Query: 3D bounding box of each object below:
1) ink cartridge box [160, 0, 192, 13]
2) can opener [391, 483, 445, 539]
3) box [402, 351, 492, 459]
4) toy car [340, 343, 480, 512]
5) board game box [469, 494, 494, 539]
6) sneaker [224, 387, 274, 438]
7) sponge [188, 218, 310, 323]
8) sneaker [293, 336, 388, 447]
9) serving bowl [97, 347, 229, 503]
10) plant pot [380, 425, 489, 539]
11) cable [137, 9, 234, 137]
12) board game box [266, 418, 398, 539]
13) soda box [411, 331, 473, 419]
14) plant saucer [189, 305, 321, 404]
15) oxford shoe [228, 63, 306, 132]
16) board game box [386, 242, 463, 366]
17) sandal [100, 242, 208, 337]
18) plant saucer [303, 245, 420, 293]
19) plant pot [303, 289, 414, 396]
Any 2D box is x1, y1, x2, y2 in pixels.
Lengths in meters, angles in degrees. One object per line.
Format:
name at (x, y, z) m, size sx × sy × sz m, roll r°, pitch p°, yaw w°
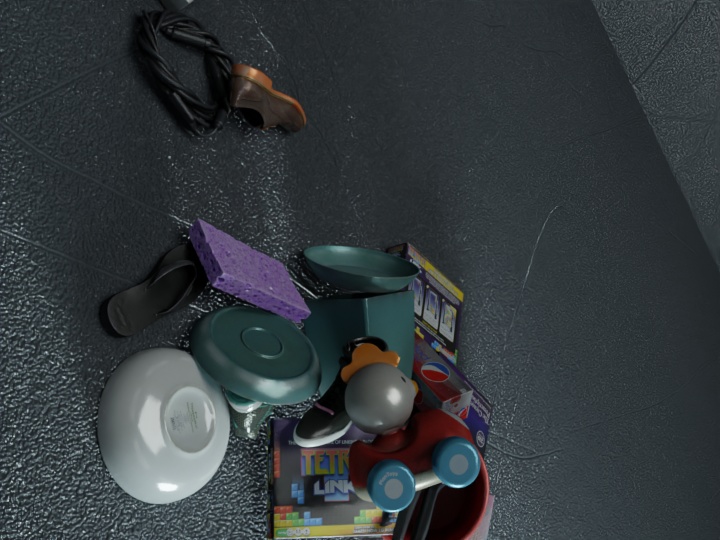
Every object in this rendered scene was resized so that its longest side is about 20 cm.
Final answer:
ink cartridge box at (-0.263, -0.497, 1.287) m, size 0.110 × 0.050 × 0.201 m, roll 55°, pitch 43°, yaw -25°
can opener at (0.091, 0.322, 1.200) m, size 0.063 × 0.079 × 0.201 m, roll 28°, pitch 47°, yaw 9°
box at (0.162, 0.270, 1.558) m, size 0.200 × 0.078 × 0.143 m, roll 45°, pitch 49°, yaw -34°
toy car at (0.051, 0.191, 1.112) m, size 0.184 × 0.173 × 0.204 m, roll 159°, pitch -87°, yaw -83°
board game box at (0.179, 0.517, 1.430) m, size 0.202 × 0.042 × 0.201 m, roll 95°, pitch 11°, yaw -52°
sneaker at (-0.149, 0.165, 1.198) m, size 0.201 × 0.076 × 0.093 m, roll -62°, pitch 158°, yaw -62°
sponge at (-0.160, 0.005, 1.211) m, size 0.199 × 0.030 × 0.112 m, roll 29°, pitch 23°, yaw -51°
sneaker at (-0.027, 0.163, 1.178) m, size 0.199 × 0.070 × 0.101 m, roll -33°, pitch 132°, yaw -38°
serving bowl at (-0.241, 0.197, 1.075) m, size 0.198 × 0.065 × 0.204 m, roll 21°, pitch 63°, yaw -46°
plant pot at (0.109, 0.357, 1.350) m, size 0.178 × 0.196 × 0.205 m, roll 70°, pitch 17°, yaw -73°
cable at (-0.254, -0.311, 1.238) m, size 0.201 × 0.050 × 0.164 m, roll 54°, pitch 42°, yaw -25°
board game box at (-0.037, 0.304, 1.217) m, size 0.196 × 0.057 × 0.169 m, roll 3°, pitch 74°, yaw -17°
soda box at (0.104, 0.177, 1.412) m, size 0.069 × 0.200 × 0.064 m, roll -14°, pitch 129°, yaw -28°
plant saucer at (-0.141, 0.109, 1.158) m, size 0.197 × 0.028 × 0.201 m, roll 21°, pitch 28°, yaw -11°
oxford shoe at (-0.155, -0.258, 1.333) m, size 0.199 × 0.070 × 0.074 m, roll 28°, pitch 76°, yaw -59°
board game box at (0.116, 0.071, 1.581) m, size 0.199 × 0.056 × 0.168 m, roll 39°, pitch 48°, yaw -37°
sandal at (-0.263, 0.027, 1.119) m, size 0.077 × 0.042 × 0.200 m, roll 61°, pitch 39°, yaw -16°
plant saucer at (0.000, 0.000, 1.367) m, size 0.198 × 0.197 × 0.037 m, roll -8°, pitch 112°, yaw -52°
plant pot at (0.005, 0.142, 1.352) m, size 0.140 × 0.139 × 0.205 m, roll -7°, pitch 92°, yaw -52°
